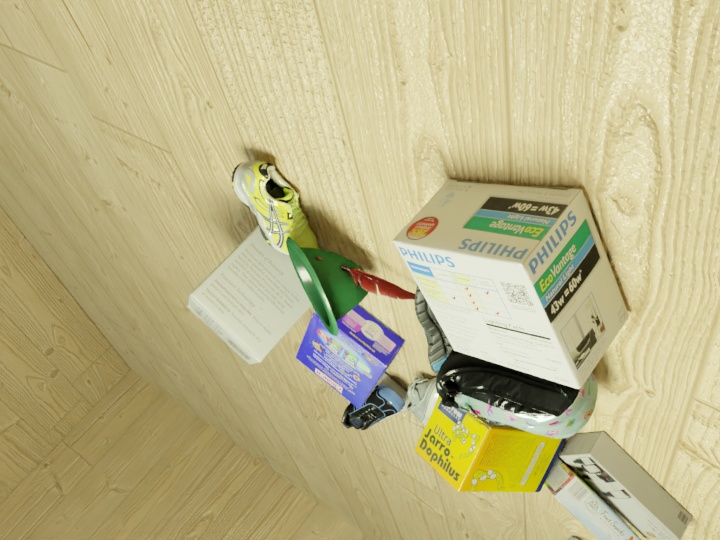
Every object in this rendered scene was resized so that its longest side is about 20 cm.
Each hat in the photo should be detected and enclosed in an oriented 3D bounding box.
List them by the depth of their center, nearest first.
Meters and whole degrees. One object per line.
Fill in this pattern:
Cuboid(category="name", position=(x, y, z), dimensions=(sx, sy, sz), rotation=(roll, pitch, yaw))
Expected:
Cuboid(category="hat", position=(0.000, 0.000, 1.225), dimensions=(0.200, 0.176, 0.166), rotation=(64, 169, -3))

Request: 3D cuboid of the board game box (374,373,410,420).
Cuboid(category="board game box", position=(0.030, 0.264, 1.644), dimensions=(0.126, 0.035, 0.200), rotation=(42, 155, 1))

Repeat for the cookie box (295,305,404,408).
Cuboid(category="cookie box", position=(-0.025, 0.152, 1.456), dimensions=(0.171, 0.075, 0.200), rotation=(37, 145, 8))

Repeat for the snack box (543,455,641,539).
Cuboid(category="snack box", position=(0.372, 0.385, 1.256), dimensions=(0.200, 0.053, 0.142), rotation=(45, -177, -12))

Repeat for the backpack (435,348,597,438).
Cuboid(category="backpack", position=(0.224, 0.145, 1.044), dimensions=(0.200, 0.167, 0.127), rotation=(16, 165, 38))

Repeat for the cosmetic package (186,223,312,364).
Cuboid(category="cosmetic package", position=(-0.180, 0.039, 1.355), dimensions=(0.166, 0.200, 0.167), rotation=(43, 163, -4))

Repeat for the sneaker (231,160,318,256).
Cuboid(category="sneaker", position=(-0.128, -0.093, 1.236), dimensions=(0.076, 0.076, 0.200), rotation=(-2, 138, 43))

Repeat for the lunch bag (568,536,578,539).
Cuboid(category="lunch bag", position=(0.444, 0.671, 1.552), dimensions=(0.200, 0.170, 0.127), rotation=(52, 155, -22))

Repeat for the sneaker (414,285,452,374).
Cuboid(category="sneaker", position=(0.117, 0.059, 1.125), dimensions=(0.073, 0.082, 0.201), rotation=(-4, 121, 3))

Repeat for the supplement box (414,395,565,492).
Cuboid(category="supplement box", position=(0.203, 0.266, 1.171), dimensions=(0.200, 0.110, 0.109), rotation=(15, -167, -40))

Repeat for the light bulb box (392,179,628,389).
Cuboid(category="light bulb box", position=(0.178, 0.010, 0.895), dimensions=(0.198, 0.125, 0.200), rotation=(13, 143, 47))

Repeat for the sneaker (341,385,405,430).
Cuboid(category="sneaker", position=(0.023, 0.290, 1.560), dimensions=(0.070, 0.078, 0.200), rotation=(44, 155, -5))

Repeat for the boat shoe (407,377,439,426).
Cuboid(category="boat shoe", position=(0.119, 0.240, 1.431), dimensions=(0.071, 0.070, 0.201), rotation=(31, 157, 12))

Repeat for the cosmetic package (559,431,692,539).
Cuboid(category="cosmetic package", position=(0.414, 0.339, 1.190), dimensions=(0.200, 0.051, 0.083), rotation=(43, 156, -4))
